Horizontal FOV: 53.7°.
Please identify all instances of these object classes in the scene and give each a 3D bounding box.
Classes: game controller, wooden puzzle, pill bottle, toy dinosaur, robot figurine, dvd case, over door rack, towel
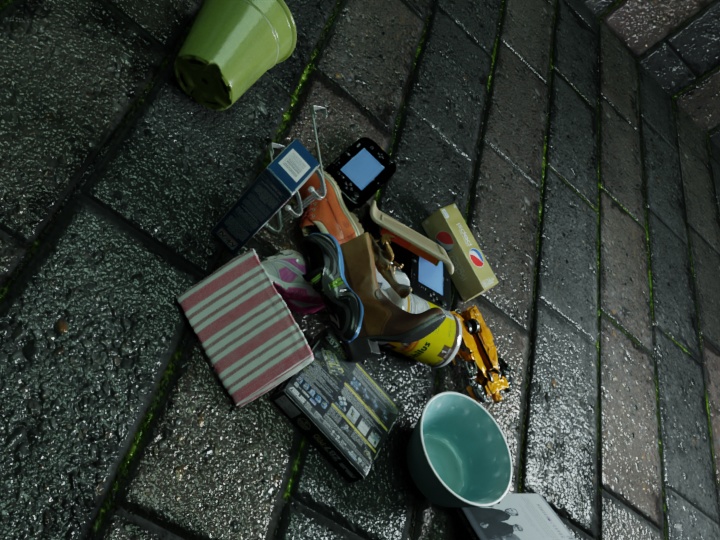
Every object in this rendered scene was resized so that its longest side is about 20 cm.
[{"bbox_3d":[0.141,0.005,1.464,0.104,0.042,0.202,36,35,-23],"label":"game controller"},{"bbox_3d":[0.001,-0.206,1.475,0.105,0.042,0.200,49,42,-8],"label":"game controller"},{"bbox_3d":[0.096,-0.064,1.409,0.198,0.038,0.185,35,10,-4],"label":"wooden puzzle"},{"bbox_3d":[0.088,0.101,1.330,0.197,0.109,0.111,25,50,-28],"label":"pill bottle"},{"bbox_3d":[0.034,-0.027,1.303,0.059,0.108,0.202,-19,44,-6],"label":"toy dinosaur"},{"bbox_3d":[0.238,0.177,1.457,0.143,0.058,0.204,-7,70,-44],"label":"robot figurine"},{"bbox_3d":[0.273,0.451,1.255,0.195,0.025,0.151,8,21,-22],"label":"dvd case"},{"bbox_3d":[-0.127,-0.188,1.284,0.066,0.147,0.204,22,52,-36],"label":"over door rack"},{"bbox_3d":[-0.178,0.089,1.105,0.144,0.030,0.203,-31,86,-7],"label":"towel"}]

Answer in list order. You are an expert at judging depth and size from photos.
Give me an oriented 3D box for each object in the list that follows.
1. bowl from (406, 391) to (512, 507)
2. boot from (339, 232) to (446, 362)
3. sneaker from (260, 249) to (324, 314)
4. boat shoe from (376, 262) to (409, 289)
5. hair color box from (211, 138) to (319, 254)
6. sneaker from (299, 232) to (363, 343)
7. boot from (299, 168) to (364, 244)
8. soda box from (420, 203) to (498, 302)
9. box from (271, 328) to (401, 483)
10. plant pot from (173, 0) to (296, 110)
[{"bbox_3d":[0.158,0.330,1.246,0.197,0.105,0.204,22,45,-23],"label":"bowl"},{"bbox_3d":[0.036,0.033,1.225,0.068,0.185,0.204,23,48,-64],"label":"boot"},{"bbox_3d":[-0.140,0.009,1.209,0.198,0.081,0.090,20,51,-43],"label":"sneaker"},{"bbox_3d":[0.000,0.000,1.345,0.196,0.073,0.068,8,32,-26],"label":"boat shoe"},{"bbox_3d":[-0.158,-0.119,1.172,0.061,0.199,0.100,44,44,-9],"label":"hair color box"},{"bbox_3d":[-0.055,0.029,1.178,0.082,0.070,0.203,4,58,-47],"label":"sneaker"},{"bbox_3d":[-0.081,-0.114,1.315,0.106,0.075,0.202,-16,64,-45],"label":"boot"},{"bbox_3d":[0.217,-0.039,1.561,0.063,0.067,0.203,-20,79,-46],"label":"soda box"},{"bbox_3d":[-0.035,0.223,1.189,0.200,0.049,0.162,47,44,-10],"label":"box"},{"bbox_3d":[-0.244,-0.402,1.300,0.199,0.199,0.192,37,59,-18],"label":"plant pot"}]
